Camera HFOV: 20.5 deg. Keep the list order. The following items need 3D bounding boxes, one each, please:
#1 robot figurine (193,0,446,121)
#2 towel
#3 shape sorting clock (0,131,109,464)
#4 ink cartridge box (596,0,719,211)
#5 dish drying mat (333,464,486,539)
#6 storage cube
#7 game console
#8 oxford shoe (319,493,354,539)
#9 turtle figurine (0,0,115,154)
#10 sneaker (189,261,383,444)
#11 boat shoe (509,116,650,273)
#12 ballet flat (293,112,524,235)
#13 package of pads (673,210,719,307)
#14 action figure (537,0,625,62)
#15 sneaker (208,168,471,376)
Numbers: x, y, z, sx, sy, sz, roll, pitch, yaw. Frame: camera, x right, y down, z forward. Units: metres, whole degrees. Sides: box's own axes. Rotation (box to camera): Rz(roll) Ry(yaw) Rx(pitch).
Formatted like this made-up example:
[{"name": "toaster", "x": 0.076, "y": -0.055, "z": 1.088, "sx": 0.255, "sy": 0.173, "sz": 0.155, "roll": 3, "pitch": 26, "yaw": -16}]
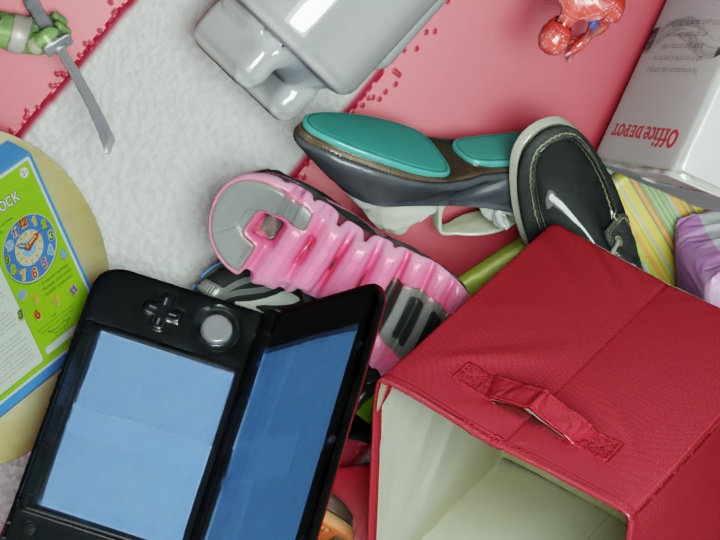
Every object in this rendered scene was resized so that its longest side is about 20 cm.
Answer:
[{"name": "robot figurine", "x": -0.007, "y": -0.186, "z": 1.178, "sx": 0.200, "sy": 0.113, "sz": 0.170, "roll": -47, "pitch": 144, "yaw": 2}, {"name": "towel", "x": 0.155, "y": -0.008, "z": 1.290, "sx": 0.199, "sy": 0.018, "sz": 0.086, "roll": -33, "pitch": 100, "yaw": -1}, {"name": "shape sorting clock", "x": -0.230, "y": 0.016, "z": 1.178, "sx": 0.199, "sy": 0.039, "sz": 0.202, "roll": -4, "pitch": 96, "yaw": -46}, {"name": "ink cartridge box", "x": 0.237, "y": -0.136, "z": 1.202, "sx": 0.083, "sy": 0.145, "sz": 0.201, "roll": 24, "pitch": 91, "yaw": -14}, {"name": "dish drying mat", "x": -0.017, "y": 0.164, "z": 1.265, "sx": 0.198, "sy": 0.018, "sz": 0.078, "roll": -6, "pitch": 80, "yaw": 5}, {"name": "storage cube", "x": 0.123, "y": 0.114, "z": 1.148, "sx": 0.180, "sy": 0.170, "sz": 0.201, "roll": -39, "pitch": 144, "yaw": -37}, {"name": "game console", "x": -0.096, "y": 0.089, "z": 1.114, "sx": 0.171, "sy": 0.119, "sz": 0.201, "roll": 17, "pitch": 65, "yaw": -1}, {"name": "oxford shoe", "x": -0.075, "y": 0.097, "z": 1.230, "sx": 0.200, "sy": 0.071, "sz": 0.073, "roll": 39, "pitch": 58, "yaw": -11}, {"name": "turtle figurine", "x": -0.202, "y": -0.172, "z": 1.139, "sx": 0.143, "sy": 0.199, "sz": 0.196, "roll": 9, "pitch": 96, "yaw": -45}, {"name": "sneaker", "x": -0.016, "y": 0.055, "z": 1.239, "sx": 0.199, "sy": 0.083, "sz": 0.071, "roll": 34, "pitch": 94, "yaw": -13}, {"name": "boat shoe", "x": 0.149, "y": -0.004, "z": 1.226, "sx": 0.071, "sy": 0.068, "sz": 0.201, "roll": -30, "pitch": 117, "yaw": -15}, {"name": "ballet flat", "x": 0.045, "y": -0.053, "z": 1.224, "sx": 0.198, "sy": 0.073, "sz": 0.074, "roll": 2, "pitch": 101, "yaw": -28}, {"name": "package of pads", "x": 0.246, "y": 0.070, "z": 1.251, "sx": 0.075, "sy": 0.121, "sz": 0.202, "roll": -7, "pitch": 109, "yaw": 2}, {"name": "action figure", "x": 0.151, "y": -0.211, "z": 1.232, "sx": 0.065, "sy": 0.099, "sz": 0.201, "roll": 32, "pitch": 72, "yaw": -10}, {"name": "sneaker", "x": 0.000, "y": 0.000, "z": 1.222, "sx": 0.199, "sy": 0.095, "sz": 0.079, "roll": 37, "pitch": 101, "yaw": -6}]
